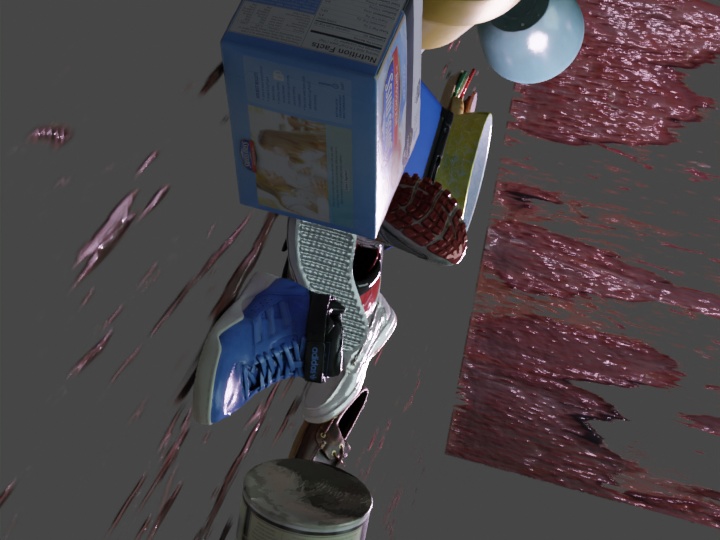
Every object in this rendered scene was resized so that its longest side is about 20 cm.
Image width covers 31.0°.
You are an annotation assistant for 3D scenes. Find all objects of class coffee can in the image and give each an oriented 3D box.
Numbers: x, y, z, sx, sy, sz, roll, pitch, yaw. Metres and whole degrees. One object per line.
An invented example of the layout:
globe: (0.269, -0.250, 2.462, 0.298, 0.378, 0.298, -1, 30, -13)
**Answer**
coffee can: (-0.073, 0.332, 1.435, 0.146, 0.144, 0.203, -49, 152, -69)

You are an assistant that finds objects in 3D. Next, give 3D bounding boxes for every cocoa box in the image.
cocoa box: (-0.028, -0.147, 1.072, 0.201, 0.132, 0.132, 89, 18, -54)

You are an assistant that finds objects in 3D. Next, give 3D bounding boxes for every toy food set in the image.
toy food set: (0.165, -0.258, 2.278, 0.201, 0.048, 0.200, 89, 17, -55)

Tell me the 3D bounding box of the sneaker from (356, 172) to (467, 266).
sneaker: (0.031, -0.059, 1.341, 0.078, 0.199, 0.083, -36, 143, -28)

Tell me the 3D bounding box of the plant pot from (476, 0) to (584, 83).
plant pot: (0.299, -0.466, 2.375, 0.161, 0.198, 0.203, 33, 71, -68)

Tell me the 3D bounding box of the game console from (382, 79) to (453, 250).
game console: (0.049, -0.155, 1.846, 0.170, 0.117, 0.202, -27, -139, 61)

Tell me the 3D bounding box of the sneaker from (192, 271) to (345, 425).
sneaker: (-0.074, 0.077, 1.182, 0.200, 0.110, 0.078, -61, 162, -57)

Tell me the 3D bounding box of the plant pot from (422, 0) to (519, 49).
plant pot: (0.080, -0.327, 1.331, 0.189, 0.198, 0.203, 125, -17, -72)

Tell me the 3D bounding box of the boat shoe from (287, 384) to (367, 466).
boat shoe: (-0.045, 0.217, 1.667, 0.071, 0.069, 0.201, 93, 15, -51)

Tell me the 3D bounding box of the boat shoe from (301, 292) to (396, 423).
boat shoe: (-0.025, 0.103, 1.653, 0.201, 0.070, 0.070, -59, 137, -33)

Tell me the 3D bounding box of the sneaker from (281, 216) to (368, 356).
sneaker: (-0.046, -0.010, 1.350, 0.079, 0.078, 0.202, 39, -36, 52)

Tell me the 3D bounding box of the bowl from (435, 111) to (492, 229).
bowl: (0.136, -0.163, 2.068, 0.200, 0.106, 0.203, 14, 90, -80)

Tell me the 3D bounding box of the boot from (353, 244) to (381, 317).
boot: (0.000, 0.000, 1.513, 0.145, 0.072, 0.200, -60, 178, 33)

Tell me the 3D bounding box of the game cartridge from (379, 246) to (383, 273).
game cartridge: (-0.004, 0.060, 1.796, 0.130, 0.038, 0.202, -71, 169, -51)
